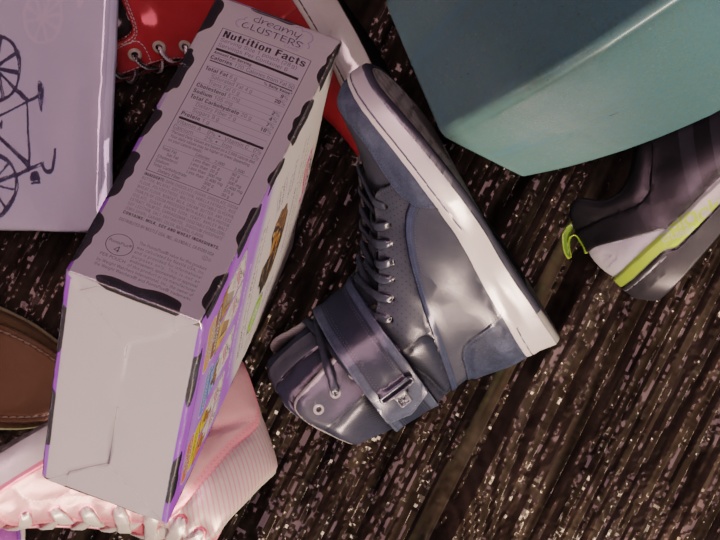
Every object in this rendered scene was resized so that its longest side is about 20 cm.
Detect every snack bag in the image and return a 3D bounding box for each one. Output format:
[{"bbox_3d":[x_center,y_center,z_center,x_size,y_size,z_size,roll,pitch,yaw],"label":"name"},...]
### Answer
[{"bbox_3d":[-0.215,-0.109,1.255,0.198,0.021,0.190,3,90,22],"label":"snack bag"}]

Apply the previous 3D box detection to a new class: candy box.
[{"bbox_3d":[-0.084,-0.006,1.161,0.071,0.168,0.201,20,50,4],"label":"candy box"}]

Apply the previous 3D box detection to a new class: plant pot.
[{"bbox_3d":[0.124,-0.147,1.187,0.199,0.141,0.142,-33,62,23],"label":"plant pot"}]

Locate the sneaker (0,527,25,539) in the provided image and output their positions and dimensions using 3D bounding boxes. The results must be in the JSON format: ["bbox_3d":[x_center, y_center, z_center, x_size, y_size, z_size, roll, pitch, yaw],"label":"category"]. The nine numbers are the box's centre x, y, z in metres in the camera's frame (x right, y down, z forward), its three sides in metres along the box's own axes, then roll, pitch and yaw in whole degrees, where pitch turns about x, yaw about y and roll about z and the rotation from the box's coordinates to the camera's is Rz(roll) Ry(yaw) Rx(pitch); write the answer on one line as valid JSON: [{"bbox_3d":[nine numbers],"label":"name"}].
[{"bbox_3d":[-0.247,0.117,1.271,0.114,0.073,0.202,-26,84,-15],"label":"sneaker"}]

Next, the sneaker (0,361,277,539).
[{"bbox_3d":[-0.132,0.119,1.233,0.199,0.075,0.105,-28,93,-21],"label":"sneaker"}]

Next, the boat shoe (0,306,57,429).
[{"bbox_3d":[-0.237,0.044,1.229,0.199,0.066,0.075,17,94,-25],"label":"boat shoe"}]

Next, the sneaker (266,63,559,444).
[{"bbox_3d":[0.001,0.001,1.209,0.145,0.077,0.203,-29,124,6],"label":"sneaker"}]

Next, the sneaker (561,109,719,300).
[{"bbox_3d":[0.183,-0.075,1.236,0.083,0.072,0.200,41,92,4],"label":"sneaker"}]

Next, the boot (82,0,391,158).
[{"bbox_3d":[-0.071,-0.111,1.255,0.144,0.072,0.201,-35,82,4],"label":"boot"}]
